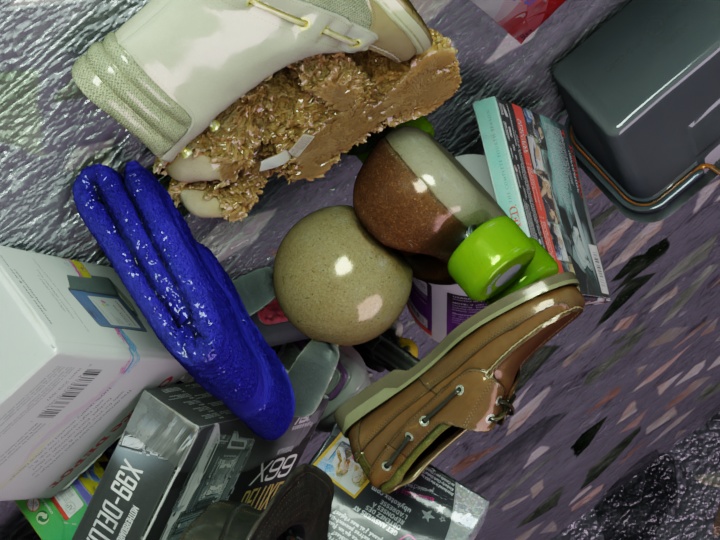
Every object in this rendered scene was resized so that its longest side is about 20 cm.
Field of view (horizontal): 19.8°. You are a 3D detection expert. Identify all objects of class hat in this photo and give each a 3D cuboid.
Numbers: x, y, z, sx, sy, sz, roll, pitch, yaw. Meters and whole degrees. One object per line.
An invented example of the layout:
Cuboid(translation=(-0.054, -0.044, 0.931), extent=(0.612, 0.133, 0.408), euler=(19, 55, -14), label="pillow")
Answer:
Cuboid(translation=(-0.088, 0.213, 1.346), extent=(0.201, 0.081, 0.201), euler=(15, 90, -73), label="hat")

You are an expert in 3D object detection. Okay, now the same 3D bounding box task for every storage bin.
Cuboid(translation=(0.250, -0.147, 1.604), extent=(0.200, 0.146, 0.134), euler=(-41, 152, 4), label="storage bin")

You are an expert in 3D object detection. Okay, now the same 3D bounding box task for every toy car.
Cuboid(translation=(0.000, 0.000, 1.381), extent=(0.200, 0.164, 0.158), euler=(-43, 162, 6), label="toy car")

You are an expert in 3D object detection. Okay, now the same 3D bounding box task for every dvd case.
Cuboid(translation=(0.137, -0.047, 1.526), extent=(0.022, 0.146, 0.200), euler=(-16, 173, 20), label="dvd case")

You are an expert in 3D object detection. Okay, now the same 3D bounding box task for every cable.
Cuboid(translation=(0.022, 0.052, 1.610), extent=(0.050, 0.097, 0.200), euler=(-49, -167, -7), label="cable")

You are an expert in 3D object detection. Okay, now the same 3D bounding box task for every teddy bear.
Cuboid(translation=(-0.038, -0.100, 1.259), extent=(0.200, 0.067, 0.145), euler=(-35, 154, 9), label="teddy bear")

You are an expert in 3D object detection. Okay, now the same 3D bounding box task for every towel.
Cuboid(translation=(-0.098, 0.018, 1.254), extent=(0.050, 0.148, 0.200), euler=(-35, 160, 0), label="towel")

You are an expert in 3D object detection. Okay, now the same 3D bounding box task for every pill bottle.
Cuboid(translation=(0.087, -0.017, 1.612), extent=(0.112, 0.112, 0.200), euler=(-36, 163, -11), label="pill bottle")

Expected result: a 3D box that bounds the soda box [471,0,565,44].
Cuboid(translation=(0.071, -0.197, 1.204), extent=(0.063, 0.070, 0.200), euler=(-44, 162, 10), label="soda box")

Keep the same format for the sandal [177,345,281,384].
Cuboid(translation=(-0.121, 0.079, 1.535), extent=(0.080, 0.057, 0.201), euler=(-57, 171, 33), label="sandal")

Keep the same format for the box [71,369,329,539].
Cuboid(translation=(-0.112, 0.149, 1.387), extent=(0.158, 0.050, 0.200), euler=(-63, 160, 12), label="box")

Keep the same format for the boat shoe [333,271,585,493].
Cuboid(translation=(0.076, 0.076, 1.364), extent=(0.200, 0.068, 0.072), euler=(-37, 160, 27), label="boat shoe")

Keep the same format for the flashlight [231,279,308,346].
Cuboid(translation=(-0.056, 0.022, 1.509), extent=(0.200, 0.068, 0.068), euler=(-8, 142, -50), label="flashlight")

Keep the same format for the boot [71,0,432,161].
Cuboid(translation=(-0.056, -0.122, 1.125), extent=(0.155, 0.072, 0.200), euler=(-44, 154, 12), label="boot")

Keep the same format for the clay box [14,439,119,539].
Cuboid(translation=(-0.183, 0.150, 1.472), extent=(0.048, 0.115, 0.200), euler=(-43, 163, 13), label="clay box")

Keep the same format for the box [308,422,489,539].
Cuboid(translation=(0.011, 0.196, 1.558), extent=(0.115, 0.132, 0.200), euler=(-57, 175, -8), label="box")

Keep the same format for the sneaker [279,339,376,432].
Cuboid(translation=(-0.019, 0.088, 1.629), extent=(0.099, 0.075, 0.200), euler=(3, 171, -17), label="sneaker")

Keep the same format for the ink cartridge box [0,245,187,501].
Cuboid(translation=(-0.209, 0.068, 1.262), extent=(0.145, 0.088, 0.200), euler=(-43, 162, 12), label="ink cartridge box")
